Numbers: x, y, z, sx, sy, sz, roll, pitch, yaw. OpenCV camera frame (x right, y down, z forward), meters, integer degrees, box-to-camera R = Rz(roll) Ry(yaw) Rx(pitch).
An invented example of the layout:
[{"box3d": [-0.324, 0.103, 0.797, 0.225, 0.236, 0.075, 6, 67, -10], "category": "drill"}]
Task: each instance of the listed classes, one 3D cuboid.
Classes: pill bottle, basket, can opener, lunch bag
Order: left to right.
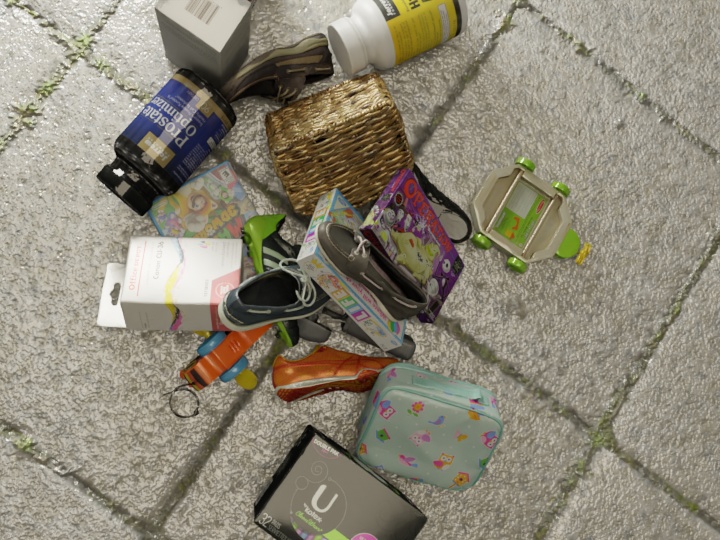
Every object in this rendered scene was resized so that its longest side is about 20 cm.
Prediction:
[{"box3d": [-0.279, -0.180, 1.147, 0.112, 0.112, 0.201, 39, 80, -4], "category": "pill bottle"}, {"box3d": [-0.029, -0.182, 1.192, 0.198, 0.150, 0.144, -22, 122, 2], "category": "basket"}, {"box3d": [-0.017, 0.095, 1.197, 0.198, 0.053, 0.068, 25, 95, -6], "category": "can opener"}, {"box3d": [0.054, -0.374, 1.215, 0.198, 0.111, 0.112, -28, 90, -10], "category": "pill bottle"}, {"box3d": [0.103, 0.224, 1.160, 0.197, 0.077, 0.162, 17, 114, -8], "category": "lunch bag"}]

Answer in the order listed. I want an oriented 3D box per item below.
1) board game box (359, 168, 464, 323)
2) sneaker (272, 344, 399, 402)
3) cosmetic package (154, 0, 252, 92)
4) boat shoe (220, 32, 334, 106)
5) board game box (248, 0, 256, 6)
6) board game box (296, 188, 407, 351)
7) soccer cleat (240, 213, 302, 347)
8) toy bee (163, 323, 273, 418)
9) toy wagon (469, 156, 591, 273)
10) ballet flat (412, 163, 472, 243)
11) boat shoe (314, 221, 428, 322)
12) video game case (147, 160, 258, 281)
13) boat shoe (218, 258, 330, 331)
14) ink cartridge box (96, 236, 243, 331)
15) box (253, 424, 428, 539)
[{"box3d": [0.080, -0.033, 1.163, 0.201, 0.032, 0.121, 55, 50, -35], "category": "board game box"}, {"box3d": [-0.032, 0.141, 1.181, 0.197, 0.073, 0.078, -2, 59, -18], "category": "sneaker"}, {"box3d": [-0.218, -0.333, 1.124, 0.107, 0.200, 0.085, 33, 83, -7], "category": "cosmetic package"}, {"box3d": [-0.113, -0.286, 1.180, 0.199, 0.074, 0.074, -33, 97, -29], "category": "boat shoe"}, {"box3d": [-0.212, -0.471, 1.137, 0.158, 0.200, 0.098, 22, 82, -6], "category": "board game box"}, {"box3d": [0.000, 0.000, 1.138, 0.200, 0.034, 0.135, 47, 39, -28], "category": "board game box"}, {"box3d": [-0.111, 0.009, 1.150, 0.080, 0.068, 0.202, -16, 74, -13], "category": "soccer cleat"}, {"box3d": [-0.217, 0.125, 1.145, 0.199, 0.108, 0.132, -21, 88, -37], "category": "toy bee"}, {"box3d": [0.270, -0.074, 1.260, 0.199, 0.040, 0.156, 33, 81, -6], "category": "toy wagon"}, {"box3d": [0.090, -0.113, 1.238, 0.200, 0.057, 0.067, 44, 95, 3], "category": "ballet flat"}, {"box3d": [0.019, -0.005, 1.084, 0.200, 0.057, 0.067, 45, 38, -31], "category": "boat shoe"}, {"box3d": [-0.211, -0.043, 1.193, 0.142, 0.018, 0.202, -29, 90, -11], "category": "video game case"}, {"box3d": [-0.098, 0.024, 1.079, 0.198, 0.062, 0.076, -13, 71, -38], "category": "boat shoe"}, {"box3d": [-0.264, 0.018, 1.113, 0.197, 0.068, 0.118, 1, 52, -5], "category": "ink cartridge box"}, {"box3d": [-0.032, 0.342, 1.136, 0.199, 0.124, 0.149, 37, 82, -3], "category": "box"}]
